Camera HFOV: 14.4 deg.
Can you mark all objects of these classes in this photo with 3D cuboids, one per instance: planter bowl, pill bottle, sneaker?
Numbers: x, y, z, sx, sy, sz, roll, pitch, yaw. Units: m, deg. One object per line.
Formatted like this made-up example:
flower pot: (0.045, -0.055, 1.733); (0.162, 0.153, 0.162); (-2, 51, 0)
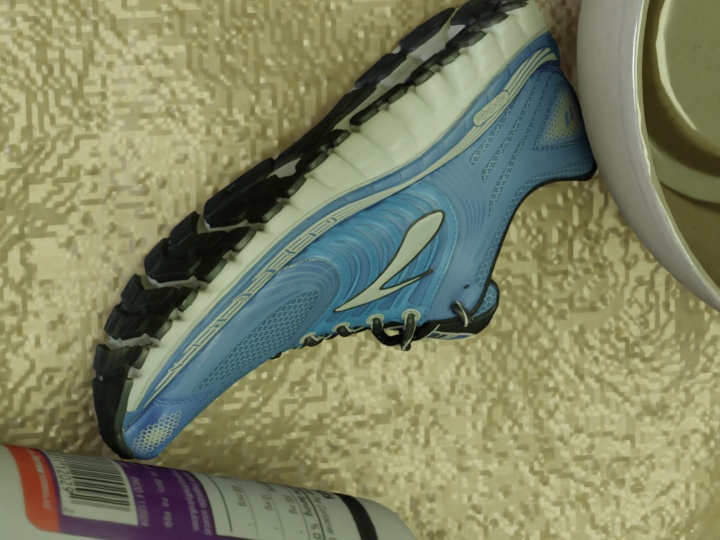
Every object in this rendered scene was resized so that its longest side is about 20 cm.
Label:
planter bowl: (0.152, -0.072, 0.942); (0.199, 0.135, 0.202); (-3, 97, -20)
pill bottle: (-0.044, 0.123, 0.917); (0.199, 0.111, 0.112); (10, 95, -21)
sneaker: (0.000, 0.000, 0.932); (0.200, 0.079, 0.089); (-39, 106, -10)
